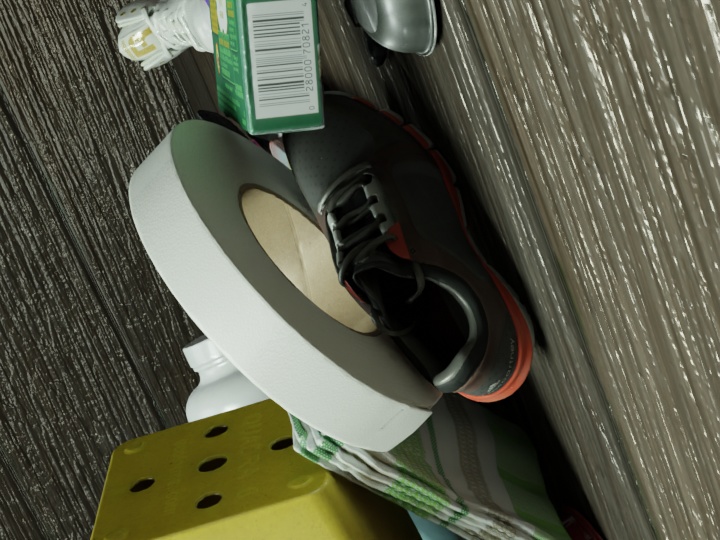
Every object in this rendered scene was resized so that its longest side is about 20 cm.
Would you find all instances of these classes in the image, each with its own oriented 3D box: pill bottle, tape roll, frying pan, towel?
[{"bbox_3d":[-0.068,0.137,1.131,0.202,0.110,0.111,65,173,-4],"label":"pill bottle"},{"bbox_3d":[-0.036,0.006,0.751,0.203,0.037,0.203,43,-163,-16],"label":"tape roll"},{"bbox_3d":[-0.003,-0.158,0.718,0.190,0.031,0.116,-160,46,-77],"label":"frying pan"},{"bbox_3d":[0.039,0.092,0.826,0.199,0.031,0.150,30,-158,-25],"label":"towel"}]

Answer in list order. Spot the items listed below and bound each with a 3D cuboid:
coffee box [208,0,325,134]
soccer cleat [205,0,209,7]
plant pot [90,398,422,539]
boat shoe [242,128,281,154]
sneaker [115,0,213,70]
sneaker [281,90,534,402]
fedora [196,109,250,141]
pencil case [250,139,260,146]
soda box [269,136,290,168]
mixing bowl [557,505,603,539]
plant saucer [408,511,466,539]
[{"bbox_3d":[-0.054,-0.176,0.718,0.123,0.043,0.203,-138,43,-73],"label":"coffee box"},{"bbox_3d":[-0.101,-0.235,1.053,0.202,0.068,0.073,64,-179,3],"label":"soccer cleat"},{"bbox_3d":[-0.059,0.186,0.818,0.200,0.197,0.178,-98,-10,-71],"label":"plant pot"},{"bbox_3d":[-0.044,-0.095,1.061,0.200,0.073,0.066,-130,20,-70],"label":"boat shoe"},{"bbox_3d":[-0.146,-0.195,1.169,0.074,0.115,0.200,61,-174,-19],"label":"sneaker"},{"bbox_3d":[0.016,-0.019,0.748,0.201,0.077,0.082,52,-157,19],"label":"sneaker"},{"bbox_3d":[-0.083,-0.025,1.070,0.201,0.091,0.201,49,178,3],"label":"fedora"},{"bbox_3d":[-0.040,-0.032,1.237,0.094,0.090,0.202,-88,-18,-58],"label":"pencil case"},{"bbox_3d":[0.000,0.000,0.966,0.064,0.068,0.202,41,149,59],"label":"soda box"},{"bbox_3d":[0.125,0.258,0.870,0.200,0.107,0.202,155,90,-84],"label":"mixing bowl"},{"bbox_3d":[0.018,0.132,0.938,0.200,0.027,0.201,47,158,25],"label":"plant saucer"}]
